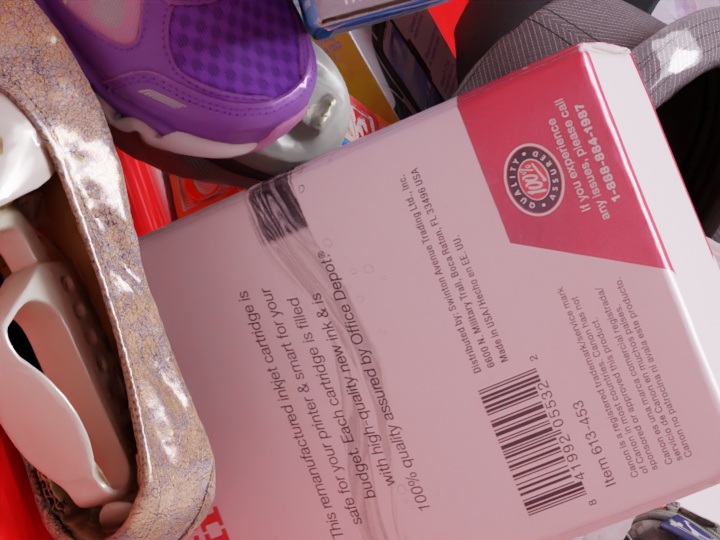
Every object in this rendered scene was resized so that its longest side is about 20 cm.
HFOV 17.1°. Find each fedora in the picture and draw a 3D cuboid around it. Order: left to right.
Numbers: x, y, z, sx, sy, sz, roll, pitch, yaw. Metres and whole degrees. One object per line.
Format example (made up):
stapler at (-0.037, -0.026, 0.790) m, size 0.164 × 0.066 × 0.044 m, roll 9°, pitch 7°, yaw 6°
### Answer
fedora at (0.091, -0.041, 0.998) m, size 0.090 × 0.177 × 0.200 m, roll 40°, pitch -18°, yaw 27°

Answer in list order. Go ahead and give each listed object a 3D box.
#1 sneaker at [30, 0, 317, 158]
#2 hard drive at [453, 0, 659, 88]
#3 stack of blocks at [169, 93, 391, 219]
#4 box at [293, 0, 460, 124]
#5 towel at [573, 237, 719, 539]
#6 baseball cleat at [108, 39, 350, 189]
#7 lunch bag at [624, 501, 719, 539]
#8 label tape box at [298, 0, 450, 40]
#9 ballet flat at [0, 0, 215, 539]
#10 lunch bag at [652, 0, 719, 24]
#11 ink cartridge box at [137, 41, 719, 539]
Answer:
sneaker at (-0.078, -0.129, 0.749) m, size 0.080 × 0.088 × 0.201 m, roll -33°, pitch 87°, yaw -32°
hard drive at (0.098, -0.136, 1.090) m, size 0.033 × 0.201 × 0.140 m, roll 15°, pitch 43°, yaw -16°
stack of blocks at (0.000, 0.000, 0.982) m, size 0.200 × 0.058 × 0.116 m, roll 33°, pitch 40°, yaw -57°
box at (0.009, -0.094, 1.132) m, size 0.201 × 0.041 × 0.119 m, roll 58°, pitch 23°, yaw -19°
towel at (0.081, 0.069, 0.968) m, size 0.032 × 0.201 × 0.191 m, roll 34°, pitch 6°, yaw 28°
baseball cleat at (-0.098, -0.090, 0.837) m, size 0.200 × 0.106 × 0.070 m, roll 40°, pitch 64°, yaw -7°
lunch bag at (0.187, 0.205, 1.145) m, size 0.168 × 0.139 × 0.200 m, roll 59°, pitch 15°, yaw 27°
label tape box at (-0.013, -0.180, 0.769) m, size 0.144 × 0.063 × 0.202 m, roll -121°, pitch -165°, yaw -85°
ballet flat at (-0.101, -0.002, 0.733) m, size 0.201 × 0.068 × 0.067 m, roll 65°, pitch 28°, yaw -2°
lunch bag at (0.220, -0.232, 1.669) m, size 0.200 × 0.127 × 0.171 m, roll 32°, pitch 38°, yaw -46°
ink cartridge box at (0.020, 0.029, 0.808) m, size 0.146 × 0.199 × 0.084 m, roll 68°, pitch 18°, yaw 3°
